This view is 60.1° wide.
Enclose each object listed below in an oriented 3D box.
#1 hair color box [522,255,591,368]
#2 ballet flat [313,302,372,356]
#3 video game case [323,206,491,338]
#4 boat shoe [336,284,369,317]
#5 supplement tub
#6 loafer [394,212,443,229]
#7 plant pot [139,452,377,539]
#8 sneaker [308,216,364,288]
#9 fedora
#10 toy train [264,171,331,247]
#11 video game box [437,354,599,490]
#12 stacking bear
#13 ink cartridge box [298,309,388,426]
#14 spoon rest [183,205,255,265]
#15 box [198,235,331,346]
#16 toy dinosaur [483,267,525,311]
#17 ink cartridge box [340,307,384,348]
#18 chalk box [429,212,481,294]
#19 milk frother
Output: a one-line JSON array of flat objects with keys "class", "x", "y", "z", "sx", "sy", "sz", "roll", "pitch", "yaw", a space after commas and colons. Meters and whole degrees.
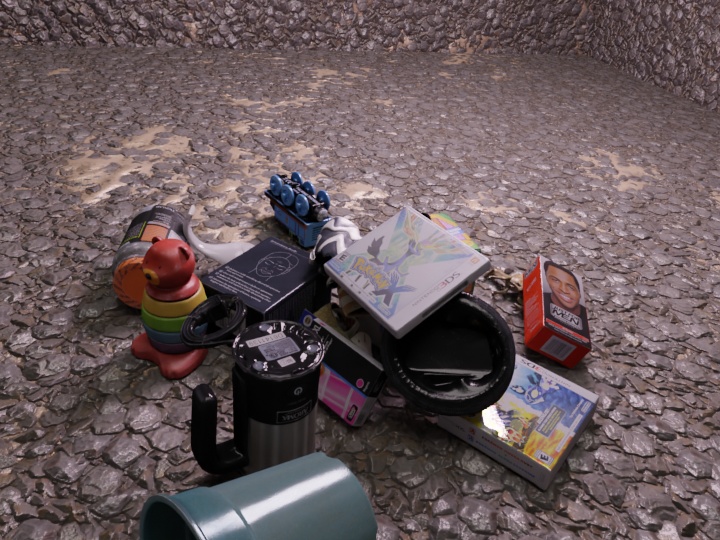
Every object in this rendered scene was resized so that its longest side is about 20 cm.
[{"class": "hair color box", "x": 0.356, "y": 0.071, "z": 1.140, "sx": 0.100, "sy": 0.062, "sz": 0.201, "roll": 26, "pitch": 39, "yaw": -8}, {"class": "ballet flat", "x": -0.019, "y": 0.116, "z": 1.034, "sx": 0.070, "sy": 0.072, "sz": 0.200, "roll": -11, "pitch": 33, "yaw": -25}, {"class": "video game case", "x": 0.066, "y": -0.006, "z": 0.952, "sx": 0.181, "sy": 0.022, "sz": 0.200, "roll": -35, "pitch": 44, "yaw": -16}, {"class": "boat shoe", "x": 0.063, "y": 0.047, "z": 1.022, "sx": 0.197, "sy": 0.072, "sz": 0.077, "roll": -9, "pitch": 49, "yaw": -6}, {"class": "supplement tub", "x": -0.384, "y": -0.026, "z": 1.150, "sx": 0.120, "sy": 0.124, "sz": 0.201, "roll": 3, "pitch": 32, "yaw": -6}, {"class": "loafer", "x": 0.104, "y": -0.065, "z": 1.100, "sx": 0.073, "sy": 0.071, "sz": 0.200, "roll": 37, "pitch": 4, "yaw": -23}, {"class": "plant pot", "x": -0.096, "y": 0.295, "z": 0.646, "sx": 0.194, "sy": 0.203, "sz": 0.200, "roll": -12, "pitch": 36, "yaw": -40}, {"class": "sneaker", "x": 0.000, "y": 0.000, "z": 1.063, "sx": 0.198, "sy": 0.080, "sz": 0.130, "roll": 34, "pitch": 51, "yaw": 4}, {"class": "fedora", "x": 0.128, "y": 0.127, "z": 0.935, "sx": 0.197, "sy": 0.092, "sz": 0.204, "roll": -1, "pitch": 73, "yaw": 2}, {"class": "toy train", "x": -0.140, "y": -0.140, "z": 1.380, "sx": 0.086, "sy": 0.116, "sz": 0.199, "roll": -16, "pitch": 38, "yaw": -37}, {"class": "video game box", "x": 0.245, "y": 0.214, "z": 0.957, "sx": 0.181, "sy": 0.047, "sz": 0.199, "roll": 24, "pitch": 36, "yaw": 30}, {"class": "stacking bear", "x": -0.296, "y": 0.045, "z": 0.978, "sx": 0.120, "sy": 0.203, "sz": 0.113, "roll": 24, "pitch": 36, "yaw": 27}, {"class": "ink cartridge box", "x": -0.051, "y": 0.145, "z": 0.967, "sx": 0.199, "sy": 0.096, "sz": 0.037, "roll": 32, "pitch": 6, "yaw": 37}, {"class": "spoon rest", "x": -0.260, "y": -0.042, "z": 1.205, "sx": 0.199, "sy": 0.061, "sz": 0.100, "roll": 37, "pitch": 22, "yaw": -22}, {"class": "box", "x": -0.163, "y": 0.044, "z": 1.093, "sx": 0.147, "sy": 0.108, "sz": 0.200, "roll": 22, "pitch": 36, "yaw": 25}, {"class": "toy dinosaur", "x": 0.328, "y": 0.036, "z": 1.242, "sx": 0.198, "sy": 0.059, "sz": 0.101, "roll": 27, "pitch": 36, "yaw": 29}, {"class": "ink cartridge box", "x": 0.082, "y": 0.078, "z": 1.104, "sx": 0.199, "sy": 0.087, "sz": 0.147, "roll": 31, "pitch": 40, "yaw": 32}, {"class": "chalk box", "x": 0.151, "y": -0.009, "z": 1.220, "sx": 0.122, "sy": 0.126, "sz": 0.201, "roll": -7, "pitch": 36, "yaw": -20}, {"class": "milk frother", "x": -0.149, "y": 0.153, "z": 0.846, "sx": 0.178, "sy": 0.191, "sz": 0.201, "roll": -3, "pitch": 33, "yaw": -16}]
